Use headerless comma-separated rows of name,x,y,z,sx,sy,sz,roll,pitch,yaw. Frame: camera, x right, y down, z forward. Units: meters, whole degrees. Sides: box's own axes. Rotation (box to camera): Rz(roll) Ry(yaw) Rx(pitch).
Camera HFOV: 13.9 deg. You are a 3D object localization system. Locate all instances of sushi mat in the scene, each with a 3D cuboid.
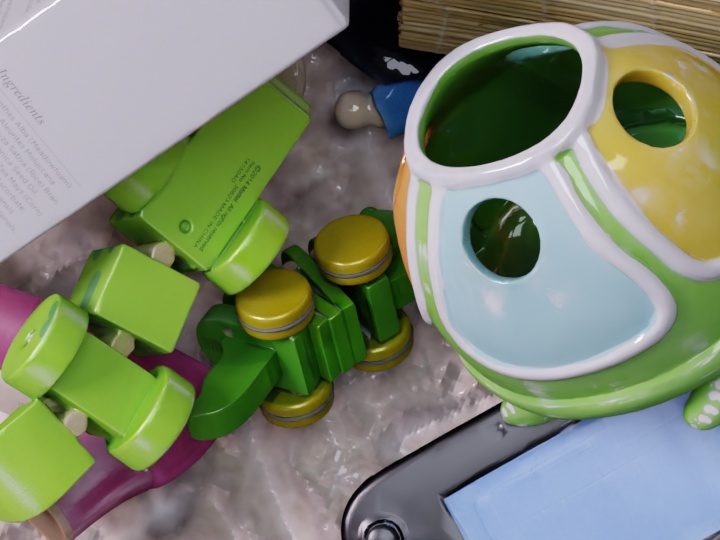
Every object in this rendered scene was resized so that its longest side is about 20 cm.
sushi mat,0.109,-0.089,1.116,0.199,0.096,0.012,11,69,4

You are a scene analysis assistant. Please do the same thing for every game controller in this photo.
game controller,0.094,0.089,1.141,0.199,0.042,0.105,-30,79,6

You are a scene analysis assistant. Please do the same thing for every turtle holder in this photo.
turtle holder,0.095,-0.021,1.070,0.185,0.132,0.141,16,66,44

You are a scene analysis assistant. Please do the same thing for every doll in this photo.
doll,0.015,-0.124,1.185,0.199,0.048,0.137,29,100,4

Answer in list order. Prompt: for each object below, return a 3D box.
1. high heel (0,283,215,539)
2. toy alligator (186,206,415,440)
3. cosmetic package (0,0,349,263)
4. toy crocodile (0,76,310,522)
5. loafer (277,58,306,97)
high heel,-0.141,0.009,1.166,0.096,0.067,0.200,-37,73,-24
toy alligator,0.000,0.000,1.167,0.200,0.059,0.054,-35,46,-23
cosmetic package,-0.102,-0.079,1.083,0.200,0.102,0.071,-33,110,16
toy crocodile,-0.084,0.007,1.112,0.067,0.062,0.201,34,74,-20
loafer,-0.119,-0.094,1.165,0.199,0.068,0.076,20,111,11
